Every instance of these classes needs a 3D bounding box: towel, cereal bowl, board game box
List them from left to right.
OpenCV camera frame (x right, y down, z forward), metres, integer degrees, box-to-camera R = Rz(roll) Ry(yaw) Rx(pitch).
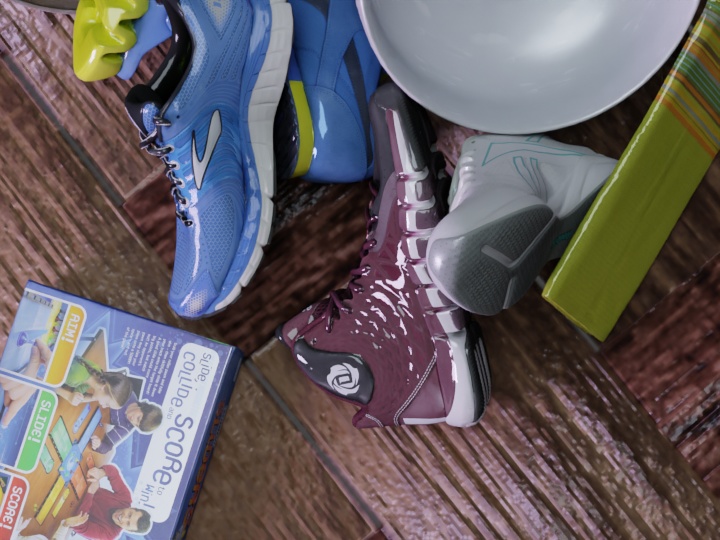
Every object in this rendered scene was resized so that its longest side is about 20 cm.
[{"bbox_3d":[-0.162,0.121,1.278,0.134,0.034,0.202,18,84,9],"label":"board game box"},{"bbox_3d":[0.088,-0.182,1.214,0.198,0.083,0.202,-5,117,-10],"label":"cereal bowl"},{"bbox_3d":[0.168,-0.060,1.238,0.018,0.086,0.201,28,86,36],"label":"towel"}]

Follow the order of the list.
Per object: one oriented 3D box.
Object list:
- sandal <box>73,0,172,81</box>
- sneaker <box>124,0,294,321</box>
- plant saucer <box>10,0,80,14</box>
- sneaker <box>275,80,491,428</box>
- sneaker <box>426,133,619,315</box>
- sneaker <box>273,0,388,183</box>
[{"bbox_3d":[-0.099,-0.193,1.271,0.086,0.080,0.201,14,124,-23],"label":"sandal"},{"bbox_3d":[-0.097,-0.072,1.251,0.088,0.078,0.202,2,98,-25],"label":"sneaker"},{"bbox_3d":[-0.165,-0.247,1.283,0.198,0.032,0.202,-5,123,-8],"label":"plant saucer"},{"bbox_3d":[0.000,0.000,1.241,0.115,0.076,0.202,-11,96,13],"label":"sneaker"},{"bbox_3d":[0.076,-0.032,1.202,0.080,0.200,0.071,32,116,17],"label":"sneaker"},{"bbox_3d":[-0.023,-0.147,1.293,0.078,0.066,0.202,-4,74,-20],"label":"sneaker"}]
